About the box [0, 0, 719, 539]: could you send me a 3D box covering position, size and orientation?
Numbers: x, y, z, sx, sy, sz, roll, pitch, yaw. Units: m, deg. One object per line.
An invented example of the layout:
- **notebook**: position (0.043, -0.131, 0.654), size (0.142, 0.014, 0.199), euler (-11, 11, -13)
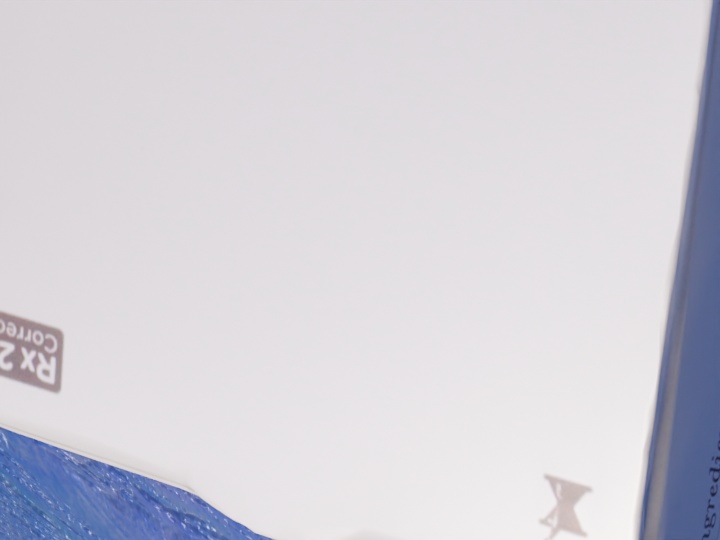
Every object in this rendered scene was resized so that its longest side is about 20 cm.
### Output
- **box**: position (0.022, -0.043, 0.651), size (0.199, 0.131, 0.200), euler (15, 108, 30)
